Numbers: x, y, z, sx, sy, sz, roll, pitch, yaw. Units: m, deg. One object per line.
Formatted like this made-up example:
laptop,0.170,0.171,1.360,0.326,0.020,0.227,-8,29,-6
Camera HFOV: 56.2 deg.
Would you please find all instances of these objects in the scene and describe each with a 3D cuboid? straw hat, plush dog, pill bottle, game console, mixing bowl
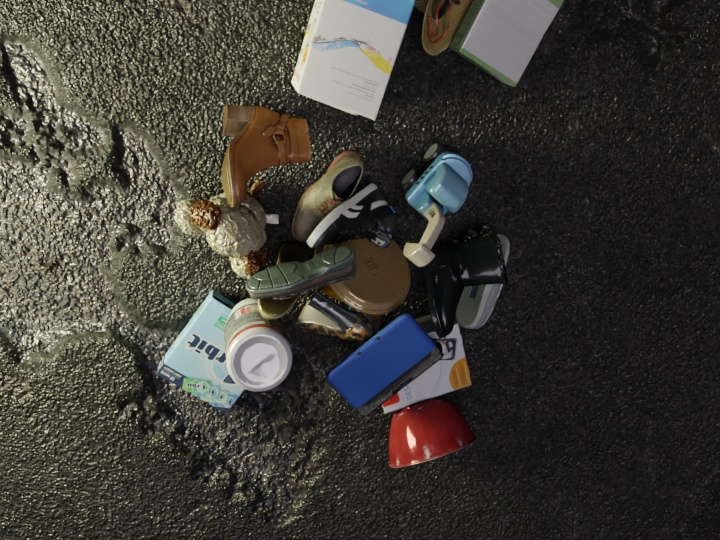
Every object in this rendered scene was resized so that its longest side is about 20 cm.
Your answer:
straw hat,0.130,-0.480,1.142,0.085,0.200,0.203,34,107,22
plush dog,-0.220,-0.077,1.201,0.199,0.172,0.161,40,101,-21
pill bottle,-0.191,0.127,1.230,0.114,0.200,0.118,-4,107,-12
game console,0.050,0.173,1.298,0.199,0.171,0.119,-38,89,7
mixing bowl,0.140,0.337,1.447,0.197,0.200,0.110,-17,81,-3

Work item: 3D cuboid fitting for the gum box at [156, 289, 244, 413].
gum box,-0.284,0.166,1.360,0.169,0.045,0.201,34,102,-21

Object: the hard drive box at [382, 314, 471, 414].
hard drive box,0.120,0.191,1.426,0.197,0.077,0.158,-18,114,-2

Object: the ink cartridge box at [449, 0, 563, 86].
ink cartridge box,0.266,-0.450,1.191,0.144,0.048,0.202,20,106,-29

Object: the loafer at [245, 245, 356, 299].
loafer,-0.097,0.019,1.170,0.197,0.072,0.064,-18,127,-9

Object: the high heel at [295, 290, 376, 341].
high heel,-0.050,0.111,1.299,0.141,0.200,0.072,33,69,-4

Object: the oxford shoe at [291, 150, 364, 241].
oxford shoe,-0.064,-0.133,1.259,0.070,0.075,0.201,30,104,-20

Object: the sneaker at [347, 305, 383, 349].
sneaker,0.016,0.084,1.333,0.079,0.076,0.204,-7,88,-10

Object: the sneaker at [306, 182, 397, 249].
sneaker,0.000,-0.073,1.230,0.112,0.200,0.073,47,143,2

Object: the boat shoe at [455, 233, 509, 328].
boat shoe,0.258,0.025,1.389,0.071,0.069,0.204,20,93,-53

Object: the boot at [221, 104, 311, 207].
boot,-0.160,-0.198,1.169,0.152,0.074,0.204,5,69,-20

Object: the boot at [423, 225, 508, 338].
boot,0.210,0.023,1.329,0.160,0.073,0.202,-11,83,12

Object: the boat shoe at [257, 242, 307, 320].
boat shoe,-0.145,0.029,1.242,0.072,0.202,0.064,16,128,-6

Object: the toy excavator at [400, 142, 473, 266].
toy excavator,0.136,-0.120,1.232,0.099,0.200,0.195,37,102,-21

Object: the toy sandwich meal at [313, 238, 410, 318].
toy sandwich meal,0.000,0.000,1.282,0.202,0.208,0.070,20,147,-17

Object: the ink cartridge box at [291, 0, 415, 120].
ink cartridge box,-0.018,-0.380,1.127,0.142,0.148,0.203,15,109,-15
